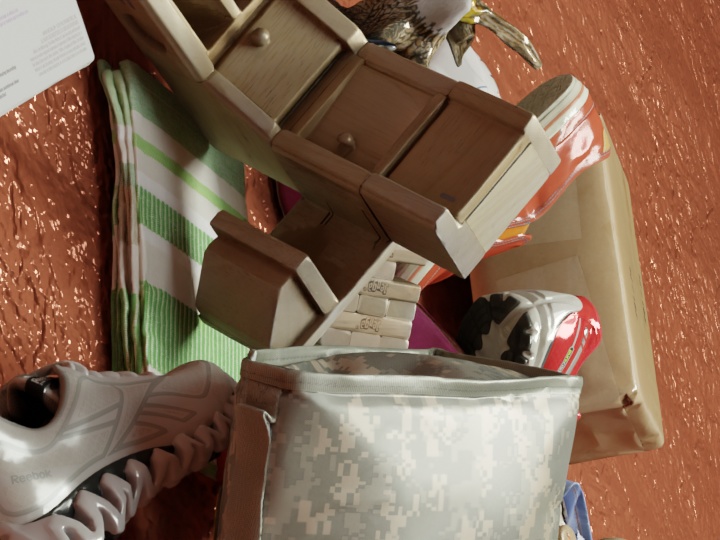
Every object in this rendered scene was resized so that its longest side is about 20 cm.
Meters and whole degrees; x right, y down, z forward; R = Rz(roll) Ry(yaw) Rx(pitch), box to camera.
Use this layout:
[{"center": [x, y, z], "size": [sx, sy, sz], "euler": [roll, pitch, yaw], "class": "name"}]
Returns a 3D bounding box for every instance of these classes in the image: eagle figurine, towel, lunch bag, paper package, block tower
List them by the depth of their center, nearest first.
[{"center": [-0.001, 0.120, 1.287], "size": [0.199, 0.117, 0.165], "euler": [3, 95, -52], "class": "lunch bag"}, {"center": [-0.092, 0.005, 1.448], "size": [0.152, 0.023, 0.201], "euler": [38, 42, -60], "class": "towel"}, {"center": [0.000, 0.000, 1.514], "size": [0.054, 0.057, 0.201], "euler": [-156, -103, -67], "class": "block tower"}, {"center": [0.018, -0.126, 1.633], "size": [0.151, 0.151, 0.200], "euler": [102, 13, -45], "class": "eagle figurine"}, {"center": [0.134, 0.019, 1.871], "size": [0.191, 0.103, 0.201], "euler": [51, 30, -72], "class": "paper package"}]

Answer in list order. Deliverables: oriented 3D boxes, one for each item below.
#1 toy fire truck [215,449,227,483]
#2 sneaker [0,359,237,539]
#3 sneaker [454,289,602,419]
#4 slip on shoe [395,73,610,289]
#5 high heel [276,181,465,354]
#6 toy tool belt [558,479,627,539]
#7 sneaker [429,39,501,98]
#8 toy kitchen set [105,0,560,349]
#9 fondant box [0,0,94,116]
[{"center": [-0.024, 0.146, 1.409], "size": [0.199, 0.049, 0.142], "euler": [18, 63, -46], "class": "toy fire truck"}, {"center": [-0.118, 0.072, 1.264], "size": [0.081, 0.075, 0.200], "euler": [60, 29, -4], "class": "sneaker"}, {"center": [0.086, 0.094, 1.636], "size": [0.085, 0.201, 0.077], "euler": [-4, 45, -35], "class": "sneaker"}, {"center": [0.074, -0.031, 1.681], "size": [0.061, 0.200, 0.074], "euler": [49, -9, -18], "class": "slip on shoe"}, {"center": [0.010, -0.019, 1.617], "size": [0.067, 0.096, 0.201], "euler": [6, 72, -68], "class": "high heel"}, {"center": [0.078, 0.157, 1.547], "size": [0.123, 0.199, 0.126], "euler": [-39, 122, -65], "class": "toy tool belt"}, {"center": [0.039, -0.091, 1.776], "size": [0.087, 0.074, 0.201], "euler": [52, 31, -38], "class": "sneaker"}, {"center": [-0.049, -0.076, 1.369], "size": [0.163, 0.200, 0.181], "euler": [-50, 137, -14], "class": "toy kitchen set"}, {"center": [-0.197, -0.164, 1.227], "size": [0.144, 0.058, 0.201], "euler": [-44, 120, -66], "class": "fondant box"}]
